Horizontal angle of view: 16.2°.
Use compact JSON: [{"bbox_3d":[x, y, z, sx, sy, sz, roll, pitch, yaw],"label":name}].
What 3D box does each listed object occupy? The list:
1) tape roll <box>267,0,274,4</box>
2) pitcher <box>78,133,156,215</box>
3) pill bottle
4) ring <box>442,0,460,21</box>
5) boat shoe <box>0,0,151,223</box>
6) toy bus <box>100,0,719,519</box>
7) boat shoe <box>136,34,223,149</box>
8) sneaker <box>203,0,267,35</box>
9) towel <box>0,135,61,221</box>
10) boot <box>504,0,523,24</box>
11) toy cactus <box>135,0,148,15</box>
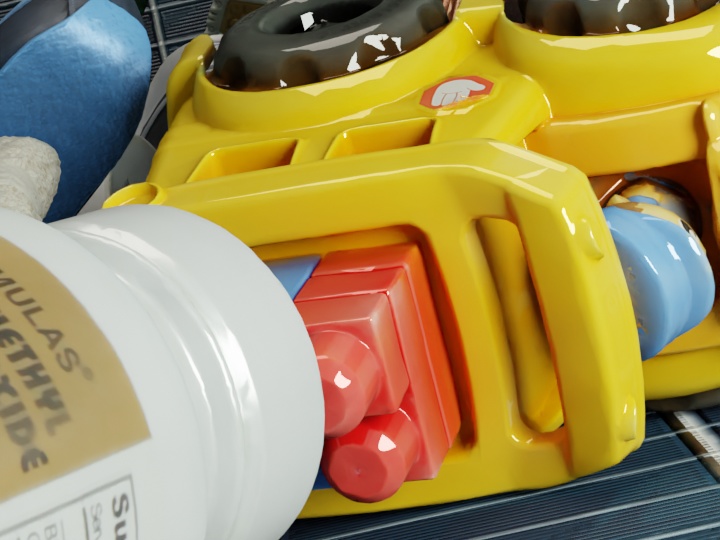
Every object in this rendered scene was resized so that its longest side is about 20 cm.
[{"bbox_3d":[0.067,-0.067,0.840,0.202,0.203,0.037,-13,8,-8],"label":"tape roll"},{"bbox_3d":[-0.165,0.030,0.924,0.200,0.121,0.172,-19,27,17],"label":"pitcher"},{"bbox_3d":[-0.096,0.047,0.505,0.114,0.115,0.200,-9,7,33],"label":"pill bottle"},{"bbox_3d":[0.127,-0.087,0.952,0.200,0.019,0.201,-3,42,2],"label":"ring"},{"bbox_3d":[-0.134,-0.017,0.833,0.200,0.084,0.069,-38,28,18],"label":"boat shoe"},{"bbox_3d":[0.030,0.002,0.685,0.200,0.136,0.192,-8,20,16],"label":"toy bus"},{"bbox_3d":[-0.073,-0.007,1.023,0.072,0.068,0.200,12,-39,-16],"label":"boat shoe"},{"bbox_3d":[-0.029,-0.074,1.123,0.075,0.200,0.088,14,16,9],"label":"sneaker"},{"bbox_3d":[-0.180,0.021,0.723,0.200,0.035,0.133,-23,16,3],"label":"towel"},{"bbox_3d":[0.137,-0.061,0.789,0.200,0.167,0.072,-10,7,2],"label":"boot"},{"bbox_3d":[-0.055,-0.114,0.894,0.200,0.102,0.165,-22,10,13],"label":"toy cactus"}]
